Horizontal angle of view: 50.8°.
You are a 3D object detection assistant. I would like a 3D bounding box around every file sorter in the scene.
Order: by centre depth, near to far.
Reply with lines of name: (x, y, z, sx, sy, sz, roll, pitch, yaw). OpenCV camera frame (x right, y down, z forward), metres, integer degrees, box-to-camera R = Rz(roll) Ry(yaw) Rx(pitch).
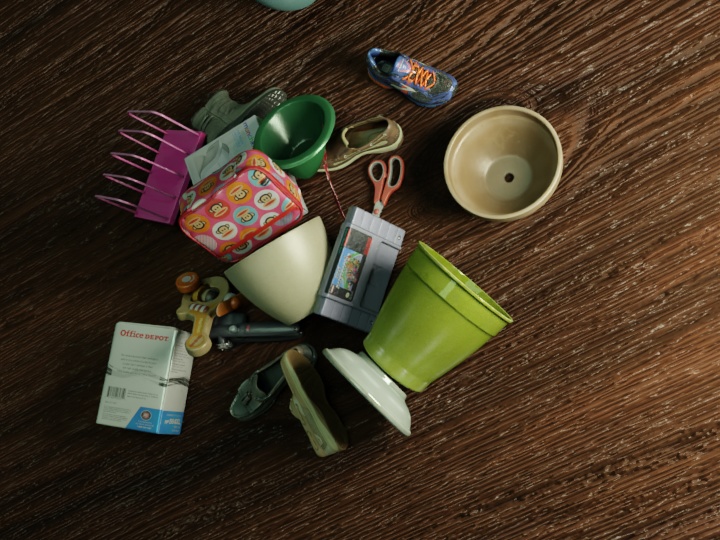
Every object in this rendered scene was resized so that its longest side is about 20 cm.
file sorter: (-0.433, -0.213, 1.541, 0.139, 0.125, 0.200, 12, 81, 44)

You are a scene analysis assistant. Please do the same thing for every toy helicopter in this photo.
toy helicopter: (-0.284, 0.083, 1.425, 0.132, 0.079, 0.200, -8, 40, 5)

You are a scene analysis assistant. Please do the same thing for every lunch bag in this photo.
lunch bag: (-0.206, -0.105, 1.356, 0.200, 0.176, 0.082, -32, 41, 19)

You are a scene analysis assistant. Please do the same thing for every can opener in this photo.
can opener: (-0.205, 0.114, 1.431, 0.200, 0.063, 0.079, -2, 76, 21)

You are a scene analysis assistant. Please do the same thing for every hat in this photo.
hat: (-0.094, -0.203, 1.445, 0.165, 0.176, 0.200, -2, 59, 25)

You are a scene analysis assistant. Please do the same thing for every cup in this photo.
cup: (-0.124, 0.013, 1.372, 0.200, 0.200, 0.143, -30, 92, 12)

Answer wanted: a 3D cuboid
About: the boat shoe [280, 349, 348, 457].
boat shoe: (-0.095, 0.236, 1.334, 0.064, 0.071, 0.200, -27, 89, 24)

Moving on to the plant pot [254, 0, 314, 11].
plant pot: (-0.145, -0.611, 1.543, 0.200, 0.135, 0.200, -5, 76, 19)

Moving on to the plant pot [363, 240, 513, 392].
plant pot: (0.111, 0.088, 1.251, 0.200, 0.200, 0.193, 44, 99, 24)

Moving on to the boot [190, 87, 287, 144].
boot: (-0.258, -0.335, 1.561, 0.200, 0.068, 0.131, -39, 62, 7)

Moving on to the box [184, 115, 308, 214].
box: (-0.223, -0.167, 1.490, 0.176, 0.097, 0.200, -28, 69, 15)

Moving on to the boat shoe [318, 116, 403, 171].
boat shoe: (-0.024, -0.248, 1.443, 0.202, 0.075, 0.075, -18, 72, 16)

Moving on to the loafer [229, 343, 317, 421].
loafer: (-0.171, 0.201, 1.397, 0.200, 0.063, 0.072, -41, 67, 7)

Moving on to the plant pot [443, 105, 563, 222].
plant pot: (0.251, -0.174, 1.312, 0.201, 0.093, 0.201, -5, 76, 20)

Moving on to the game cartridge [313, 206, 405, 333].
game cartridge: (0.000, 0.000, 1.348, 0.038, 0.130, 0.200, 12, 81, 48)

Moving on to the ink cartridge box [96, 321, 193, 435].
ink cartridge box: (-0.413, 0.209, 1.475, 0.146, 0.084, 0.200, 5, 78, 21)

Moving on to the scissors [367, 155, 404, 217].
scissors: (0.040, -0.121, 1.421, 0.073, 0.014, 0.200, 2, 77, 19)

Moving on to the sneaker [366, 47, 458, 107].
sneaker: (0.090, -0.365, 1.427, 0.200, 0.078, 0.075, 23, 87, 24)

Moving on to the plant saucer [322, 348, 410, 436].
plant saucer: (0.023, 0.188, 1.257, 0.050, 0.200, 0.200, -44, 66, -4)
